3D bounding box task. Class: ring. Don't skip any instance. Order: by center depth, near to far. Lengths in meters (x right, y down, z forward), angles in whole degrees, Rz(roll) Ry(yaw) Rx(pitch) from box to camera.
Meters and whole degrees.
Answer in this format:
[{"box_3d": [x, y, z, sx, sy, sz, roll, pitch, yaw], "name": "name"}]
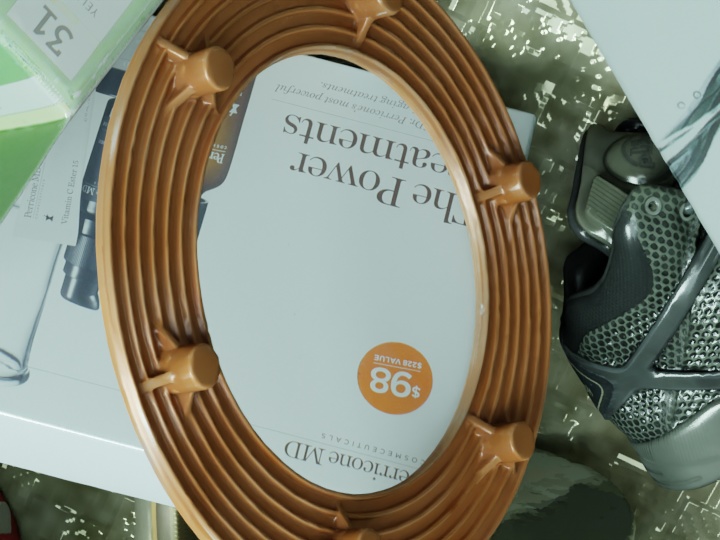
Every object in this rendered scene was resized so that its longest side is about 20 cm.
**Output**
[{"box_3d": [0.000, 0.000, 0.728, 0.019, 0.200, 0.202, -9, 112, 40], "name": "ring"}]

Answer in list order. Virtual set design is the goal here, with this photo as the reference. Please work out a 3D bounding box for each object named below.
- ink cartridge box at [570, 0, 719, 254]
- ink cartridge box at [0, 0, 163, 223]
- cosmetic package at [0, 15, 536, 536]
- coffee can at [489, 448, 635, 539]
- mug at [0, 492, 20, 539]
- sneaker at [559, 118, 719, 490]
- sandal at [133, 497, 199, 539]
[{"box_3d": [0.144, -0.077, 0.714, 0.083, 0.146, 0.201, -40, 73, 42], "name": "ink cartridge box"}, {"box_3d": [-0.131, -0.050, 0.720, 0.145, 0.201, 0.048, -5, 134, 52], "name": "ink cartridge box"}, {"box_3d": [-0.055, -0.002, 0.811, 0.198, 0.052, 0.152, 14, 67, 1], "name": "cosmetic package"}, {"box_3d": [0.027, 0.180, 0.866, 0.145, 0.147, 0.202, -2, 110, 7], "name": "coffee can"}, {"box_3d": [-0.177, 0.124, 0.839, 0.133, 0.200, 0.178, 29, 110, -5], "name": "mug"}, {"box_3d": [0.145, -0.021, 0.816, 0.199, 0.076, 0.114, -35, 110, 22], "name": "sneaker"}, {"box_3d": [-0.078, 0.136, 0.903, 0.054, 0.080, 0.202, 11, 111, 19], "name": "sandal"}]
